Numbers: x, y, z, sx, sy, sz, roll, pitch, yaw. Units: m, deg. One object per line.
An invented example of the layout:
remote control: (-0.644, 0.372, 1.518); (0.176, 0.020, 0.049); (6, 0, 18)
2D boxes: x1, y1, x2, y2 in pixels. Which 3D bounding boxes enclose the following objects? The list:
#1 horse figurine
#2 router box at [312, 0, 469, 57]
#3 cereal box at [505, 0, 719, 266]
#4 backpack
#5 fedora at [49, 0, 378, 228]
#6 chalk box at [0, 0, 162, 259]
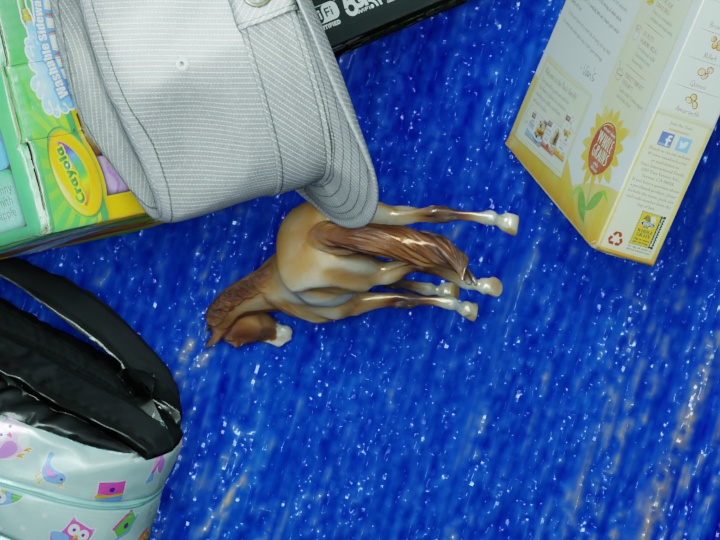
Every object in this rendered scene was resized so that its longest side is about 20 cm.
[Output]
horse figurine: (0.000, 0.000, 1.225); (0.132, 0.200, 0.050); (4, 77, -10)
router box: (0.001, -0.193, 1.230); (0.200, 0.062, 0.150); (-26, 90, -34)
cereal box: (0.142, -0.121, 1.214); (0.039, 0.144, 0.201); (16, 109, -21)
backpack: (-0.188, 0.074, 1.242); (0.199, 0.167, 0.127); (24, 114, -2)
fedora: (-0.078, -0.093, 1.104); (0.090, 0.177, 0.201); (-25, 102, -15)
chalk box: (-0.159, -0.072, 1.197); (0.200, 0.125, 0.125); (-15, 91, -44)
